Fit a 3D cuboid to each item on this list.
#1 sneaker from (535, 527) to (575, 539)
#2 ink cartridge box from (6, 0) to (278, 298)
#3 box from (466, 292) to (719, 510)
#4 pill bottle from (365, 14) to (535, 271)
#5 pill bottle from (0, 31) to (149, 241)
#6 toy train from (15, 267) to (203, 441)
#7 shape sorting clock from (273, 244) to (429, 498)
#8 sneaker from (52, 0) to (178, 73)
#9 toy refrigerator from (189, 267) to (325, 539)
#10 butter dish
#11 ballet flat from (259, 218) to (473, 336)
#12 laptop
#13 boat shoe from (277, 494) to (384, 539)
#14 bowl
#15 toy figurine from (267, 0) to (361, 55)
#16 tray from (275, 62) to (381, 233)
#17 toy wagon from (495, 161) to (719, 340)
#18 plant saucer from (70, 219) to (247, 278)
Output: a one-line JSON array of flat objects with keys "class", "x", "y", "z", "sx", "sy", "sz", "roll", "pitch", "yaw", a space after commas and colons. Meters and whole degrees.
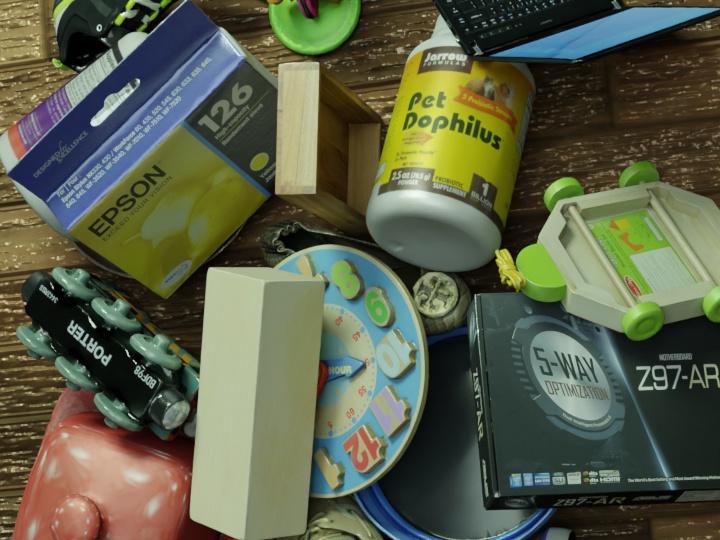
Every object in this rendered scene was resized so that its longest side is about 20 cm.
[{"class": "sneaker", "x": 0.077, "y": 0.281, "z": 1.401, "sx": 0.145, "sy": 0.081, "sz": 0.202, "roll": 16, "pitch": 84, "yaw": 19}, {"class": "ink cartridge box", "x": -0.145, "y": -0.090, "z": 1.413, "sx": 0.198, "sy": 0.200, "sz": 0.047, "roll": -43, "pitch": 57, "yaw": 6}, {"class": "box", "x": 0.187, "y": 0.097, "z": 1.363, "sx": 0.198, "sy": 0.044, "sz": 0.162, "roll": 0, "pitch": 69, "yaw": -7}, {"class": "pill bottle", "x": 0.077, "y": -0.109, "z": 1.417, "sx": 0.108, "sy": 0.109, "sz": 0.201, "roll": 7, "pitch": 64, "yaw": 15}, {"class": "pill bottle", "x": -0.191, "y": -0.125, "z": 1.473, "sx": 0.199, "sy": 0.111, "sz": 0.112, "roll": -37, "pitch": 76, "yaw": 7}, {"class": "toy train", "x": -0.194, "y": 0.067, "z": 1.462, "sx": 0.200, "sy": 0.114, "sz": 0.086, "roll": 36, "pitch": 98, "yaw": 32}, {"class": "shape sorting clock", "x": -0.029, "y": 0.080, "z": 1.421, "sx": 0.199, "sy": 0.039, "sz": 0.202, "roll": -1, "pitch": 88, "yaw": 35}, {"class": "sneaker", "x": -0.189, "y": -0.221, "z": 1.513, "sx": 0.199, "sy": 0.071, "sz": 0.084, "roll": -24, "pitch": 55, "yaw": 40}, {"class": "toy refrigerator", "x": -0.079, "y": 0.102, "z": 1.397, "sx": 0.076, "sy": 0.070, "sz": 0.202, "roll": 11, "pitch": 98, "yaw": 49}, {"class": "butter dish", "x": -0.205, "y": 0.204, "z": 1.449, "sx": 0.198, "sy": 0.148, "sz": 0.201, "roll": 17, "pitch": 87, "yaw": 16}, {"class": "ballet flat", "x": 0.000, "y": 0.000, "z": 1.453, "sx": 0.199, "sy": 0.046, "sz": 0.068, "roll": 22, "pitch": 70, "yaw": 28}, {"class": "laptop", "x": 0.154, "y": -0.234, "z": 1.388, "sx": 0.176, "sy": 0.103, "sz": 0.201, "roll": -21, "pitch": 73, "yaw": -35}, {"class": "boat shoe", "x": -0.020, "y": 0.220, "z": 1.414, "sx": 0.072, "sy": 0.065, "sz": 0.200, "roll": -48, "pitch": 51, "yaw": 1}, {"class": "bowl", "x": 0.083, "y": 0.131, "z": 1.426, "sx": 0.199, "sy": 0.039, "sz": 0.203, "roll": -5, "pitch": 73, "yaw": 18}, {"class": "toy figurine", "x": -0.074, "y": -0.292, "z": 1.458, "sx": 0.149, "sy": 0.184, "sz": 0.202, "roll": -15, "pitch": 80, "yaw": 12}, {"class": "tray", "x": -0.024, "y": -0.093, "z": 1.411, "sx": 0.037, "sy": 0.200, "sz": 0.100, "roll": 0, "pitch": 83, "yaw": 15}, {"class": "toy wagon", "x": 0.195, "y": -0.010, "z": 1.371, "sx": 0.198, "sy": 0.040, "sz": 0.156, "roll": -12, "pitch": 47, "yaw": -17}, {"class": "plant saucer", "x": -0.173, "y": -0.091, "z": 1.538, "sx": 0.198, "sy": 0.032, "sz": 0.202, "roll": -2, "pitch": 82, "yaw": 15}]
